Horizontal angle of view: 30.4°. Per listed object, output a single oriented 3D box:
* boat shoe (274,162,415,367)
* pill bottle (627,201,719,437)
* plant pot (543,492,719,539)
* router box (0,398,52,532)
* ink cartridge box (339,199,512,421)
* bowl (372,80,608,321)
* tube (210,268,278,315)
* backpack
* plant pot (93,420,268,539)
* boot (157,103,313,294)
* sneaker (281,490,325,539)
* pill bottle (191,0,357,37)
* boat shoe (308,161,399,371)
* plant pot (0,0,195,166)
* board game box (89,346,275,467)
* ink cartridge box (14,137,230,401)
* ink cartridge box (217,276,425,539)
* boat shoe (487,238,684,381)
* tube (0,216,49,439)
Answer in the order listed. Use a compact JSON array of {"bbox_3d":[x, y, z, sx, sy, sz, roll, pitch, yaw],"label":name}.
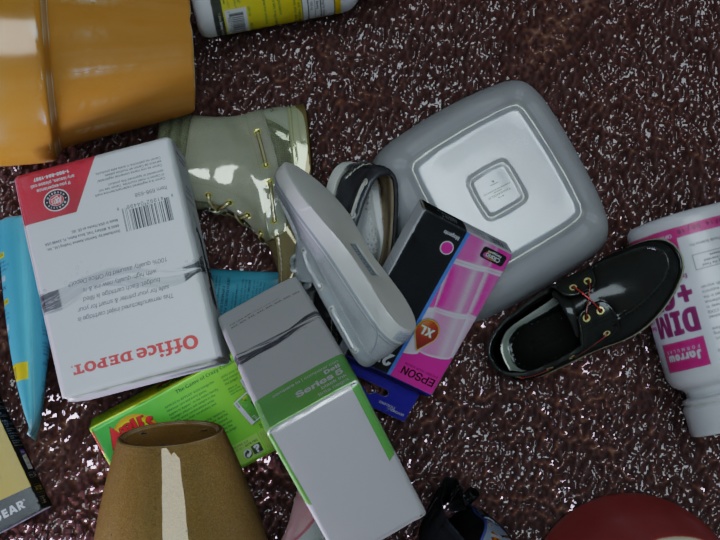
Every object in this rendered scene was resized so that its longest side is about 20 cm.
[{"bbox_3d":[-0.028,-0.005,1.173,0.068,0.072,0.201,-42,74,20],"label":"boat shoe"},{"bbox_3d":[0.327,0.045,1.234,0.112,0.113,0.203,-14,84,-4],"label":"pill bottle"},{"bbox_3d":[0.261,0.299,1.173,0.197,0.177,0.203,0,83,-2],"label":"plant pot"},{"bbox_3d":[-0.409,0.194,1.221,0.198,0.052,0.159,-28,85,-5],"label":"router box"},{"bbox_3d":[0.049,0.044,1.206,0.094,0.037,0.201,25,108,-14],"label":"ink cartridge box"},{"bbox_3d":[0.124,-0.070,1.261,0.198,0.075,0.201,-29,85,-3],"label":"bowl"},{"bbox_3d":[-0.164,0.027,1.254,0.197,0.050,0.079,8,88,-8],"label":"tube"},{"bbox_3d":[0.076,0.301,1.157,0.154,0.191,0.200,41,85,6],"label":"backpack"},{"bbox_3d":[-0.157,0.238,1.138,0.184,0.186,0.203,-5,97,-3],"label":"plant pot"},{"bbox_3d":[-0.120,-0.057,1.250,0.152,0.072,0.203,-2,77,-3],"label":"boot"},{"bbox_3d":[-0.032,0.224,1.229,0.075,0.105,0.202,18,113,-22],"label":"sneaker"},{"bbox_3d":[-0.066,-0.294,1.258,0.197,0.112,0.114,-11,84,-4],"label":"pill bottle"},{"bbox_3d":[0.000,0.000,1.235,0.073,0.060,0.203,6,92,-40],"label":"boat shoe"},{"bbox_3d":[-0.245,-0.201,1.205,0.181,0.200,0.203,-4,84,-11],"label":"plant pot"},{"bbox_3d":[-0.139,0.138,1.230,0.198,0.048,0.102,-28,98,-5],"label":"board game box"},{"bbox_3d":[-0.208,0.003,1.173,0.142,0.084,0.203,-14,82,1],"label":"ink cartridge box"},{"bbox_3d":[-0.036,0.117,1.100,0.083,0.200,0.147,-28,119,-4],"label":"ink cartridge box"},{"bbox_3d":[0.205,0.039,1.211,0.200,0.063,0.074,-35,72,24],"label":"boat shoe"},{"bbox_3d":[-0.306,0.053,1.228,0.050,0.077,0.203,-4,80,-5],"label":"tube"}]
